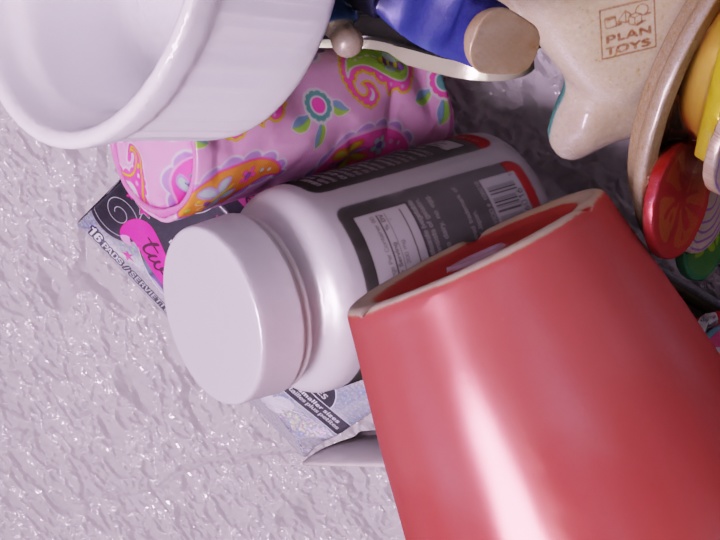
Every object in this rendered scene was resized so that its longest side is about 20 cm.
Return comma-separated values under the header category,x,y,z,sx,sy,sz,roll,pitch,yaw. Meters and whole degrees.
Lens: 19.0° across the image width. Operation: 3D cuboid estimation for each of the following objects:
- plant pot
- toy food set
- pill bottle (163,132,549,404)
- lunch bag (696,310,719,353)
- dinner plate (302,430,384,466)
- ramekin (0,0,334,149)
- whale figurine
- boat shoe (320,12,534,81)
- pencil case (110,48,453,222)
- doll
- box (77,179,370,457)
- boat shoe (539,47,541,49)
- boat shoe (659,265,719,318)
category,x,y,z,sx,sy,sz,roll,pitch,yaw
plant pot,0.093,0.069,1.061,0.200,0.200,0.178,-23,95,37
toy food set,0.199,-0.088,1.075,0.049,0.198,0.201,32,134,28
pill bottle,0.000,0.000,1.168,0.114,0.199,0.115,28,126,47
lunch bag,0.264,0.090,1.195,0.198,0.082,0.177,2,127,-4
dinner plate,0.064,0.110,1.308,0.199,0.200,0.024,-1,83,29
ramekin,-0.098,-0.156,1.042,0.200,0.097,0.202,-5,84,49
whale figurine,0.118,-0.154,1.071,0.158,0.104,0.201,-15,129,-4
boat shoe,0.005,-0.150,1.174,0.200,0.074,0.064,12,116,30
pencil case,-0.041,-0.086,1.197,0.087,0.199,0.088,22,119,45
doll,0.015,-0.163,1.024,0.200,0.048,0.137,33,111,45
box,-0.044,-0.014,1.291,0.200,0.132,0.115,46,137,-6
boat shoe,0.121,-0.162,1.156,0.199,0.062,0.075,-21,112,38
boat shoe,0.169,0.020,1.248,0.202,0.075,0.065,38,125,-4
